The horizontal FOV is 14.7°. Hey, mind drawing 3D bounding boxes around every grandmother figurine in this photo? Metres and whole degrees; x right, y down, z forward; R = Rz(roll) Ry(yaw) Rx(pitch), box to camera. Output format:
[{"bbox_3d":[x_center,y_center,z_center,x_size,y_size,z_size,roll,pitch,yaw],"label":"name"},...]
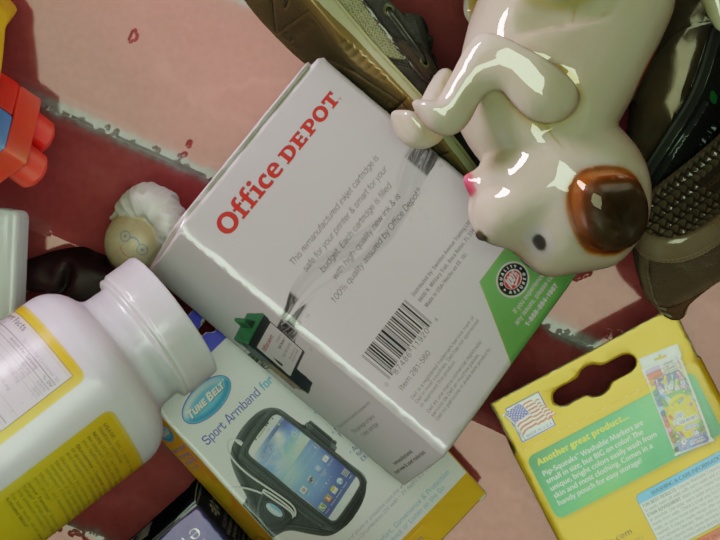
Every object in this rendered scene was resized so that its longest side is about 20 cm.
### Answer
[{"bbox_3d":[-0.165,0.037,1.653,0.121,0.061,0.200,33,96,-12],"label":"grandmother figurine"}]

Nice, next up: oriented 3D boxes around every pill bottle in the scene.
[{"bbox_3d":[-0.182,0.085,1.555,0.200,0.112,0.112,-37,94,-11],"label":"pill bottle"}]

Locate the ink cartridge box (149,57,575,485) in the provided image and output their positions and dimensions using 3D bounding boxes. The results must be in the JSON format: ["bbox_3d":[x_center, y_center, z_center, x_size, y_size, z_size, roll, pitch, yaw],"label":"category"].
[{"bbox_3d":[0.000,0.000,1.612,0.200,0.084,0.146,40,65,-2],"label":"ink cartridge box"}]

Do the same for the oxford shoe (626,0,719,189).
[{"bbox_3d":[0.181,-0.113,1.647,0.084,0.073,0.201,28,99,24],"label":"oxford shoe"}]

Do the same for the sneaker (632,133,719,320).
[{"bbox_3d":[0.236,-0.045,1.640,0.199,0.070,0.076,-30,136,-21],"label":"sneaker"}]

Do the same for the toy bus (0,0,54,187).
[{"bbox_3d":[-0.258,-0.130,1.596,0.192,0.201,0.136,32,131,-30],"label":"toy bus"}]

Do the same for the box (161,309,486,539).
[{"bbox_3d":[-0.035,0.100,1.647,0.119,0.041,0.200,-43,92,-21],"label":"box"}]

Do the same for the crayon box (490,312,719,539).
[{"bbox_3d":[0.175,0.136,1.665,0.125,0.052,0.201,-27,95,1],"label":"crayon box"}]

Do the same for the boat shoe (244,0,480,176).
[{"bbox_3d":[0.013,-0.127,1.634,0.201,0.072,0.066,46,63,-14],"label":"boat shoe"}]

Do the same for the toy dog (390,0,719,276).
[{"bbox_3d":[0.109,-0.096,1.570,0.193,0.139,0.201,4,81,-24],"label":"toy dog"}]

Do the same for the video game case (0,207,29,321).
[{"bbox_3d":[-0.285,0.061,1.639,0.181,0.024,0.201,2,89,15],"label":"video game case"}]

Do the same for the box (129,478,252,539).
[{"bbox_3d":[-0.084,0.247,1.646,0.148,0.104,0.200,-42,93,2],"label":"box"}]
